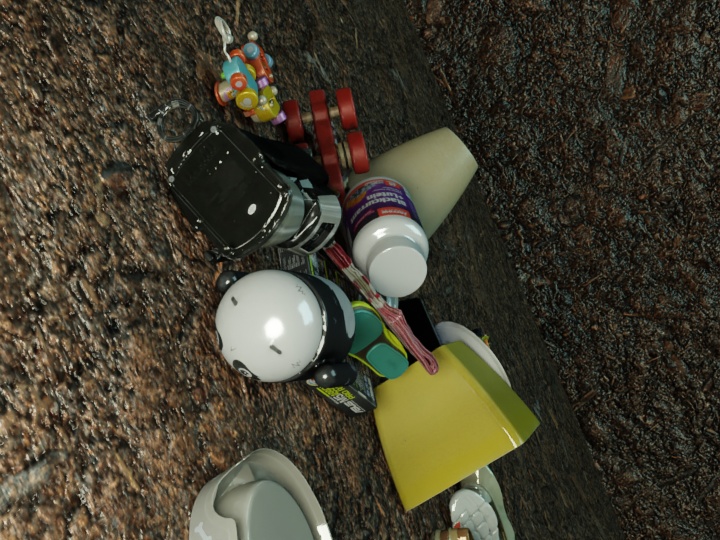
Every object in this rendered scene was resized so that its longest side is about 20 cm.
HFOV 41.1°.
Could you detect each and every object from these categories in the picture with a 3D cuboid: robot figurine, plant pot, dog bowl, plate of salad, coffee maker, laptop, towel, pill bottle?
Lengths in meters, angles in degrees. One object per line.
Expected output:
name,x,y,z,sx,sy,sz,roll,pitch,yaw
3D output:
robot figurine,-0.080,0.063,1.064,0.200,0.150,0.125,12,80,-72
plant pot,0.099,-0.152,1.675,0.187,0.200,0.187,50,0,0
dog bowl,-0.087,0.269,0.885,0.200,0.058,0.200,57,19,-32
plate of salad,0.188,0.169,1.583,0.200,0.048,0.201,40,-33,33
plant pot,0.128,0.215,1.436,0.177,0.200,0.200,59,15,9
coffee maker,-0.123,-0.107,1.119,0.193,0.134,0.200,69,16,6
laptop,0.104,0.117,1.617,0.178,0.103,0.200,67,16,-7
towel,0.025,0.045,1.298,0.200,0.023,0.144,48,-4,43
pill bottle,0.038,-0.047,1.399,0.112,0.111,0.200,58,9,-31

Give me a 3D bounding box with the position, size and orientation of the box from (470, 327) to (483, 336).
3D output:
box,0.207,0.222,1.784,0.182,0.104,0.201,-6,75,-79

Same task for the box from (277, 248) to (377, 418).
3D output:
box,-0.044,0.079,1.295,0.160,0.044,0.201,45,28,-53

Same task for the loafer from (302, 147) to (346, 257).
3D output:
loafer,-0.062,-0.095,1.409,0.200,0.072,0.073,55,19,-40

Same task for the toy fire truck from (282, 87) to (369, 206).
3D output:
toy fire truck,-0.049,-0.185,1.535,0.168,0.112,0.201,77,-1,-65

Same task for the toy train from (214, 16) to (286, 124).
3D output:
toy train,-0.167,-0.275,1.347,0.151,0.055,0.200,68,13,6

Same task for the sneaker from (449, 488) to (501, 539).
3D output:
sneaker,0.191,0.437,1.587,0.200,0.077,0.082,63,-10,-20

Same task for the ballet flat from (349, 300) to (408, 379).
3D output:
ballet flat,0.004,0.083,1.275,0.067,0.067,0.200,53,2,36

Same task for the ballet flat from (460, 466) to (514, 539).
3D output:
ballet flat,0.219,0.418,1.685,0.201,0.069,0.070,64,17,-17

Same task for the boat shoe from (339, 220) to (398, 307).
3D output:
boat shoe,0.001,-0.001,1.504,0.065,0.074,0.203,35,32,-52

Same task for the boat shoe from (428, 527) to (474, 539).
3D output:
boat shoe,0.171,0.465,1.434,0.200,0.074,0.076,61,18,-23
